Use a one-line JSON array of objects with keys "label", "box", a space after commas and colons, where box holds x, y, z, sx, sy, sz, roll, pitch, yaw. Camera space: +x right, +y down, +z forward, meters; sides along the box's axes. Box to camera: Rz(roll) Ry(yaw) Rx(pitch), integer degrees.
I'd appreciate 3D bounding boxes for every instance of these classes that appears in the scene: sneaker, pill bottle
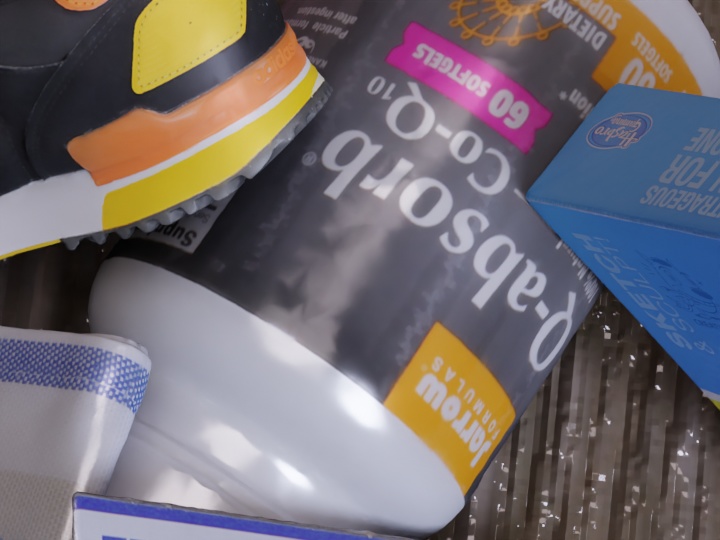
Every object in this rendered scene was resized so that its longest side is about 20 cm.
[{"label": "sneaker", "box": [-0.108, -0.044, 0.702, 0.200, 0.070, 0.090, -17, 110, 25]}, {"label": "pill bottle", "box": [0.000, 0.000, 0.747, 0.116, 0.116, 0.200, 32, 76, 6]}]

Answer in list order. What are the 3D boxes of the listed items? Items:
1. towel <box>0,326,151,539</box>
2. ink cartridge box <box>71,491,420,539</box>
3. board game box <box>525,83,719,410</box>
[{"label": "towel", "box": [-0.128, 0.104, 0.690, 0.147, 0.024, 0.200, 1, 68, 42]}, {"label": "ink cartridge box", "box": [-0.007, 0.164, 0.677, 0.047, 0.198, 0.200, -19, 68, 38]}, {"label": "board game box", "box": [0.148, 0.041, 0.682, 0.200, 0.153, 0.040, 46, 76, -25]}]
